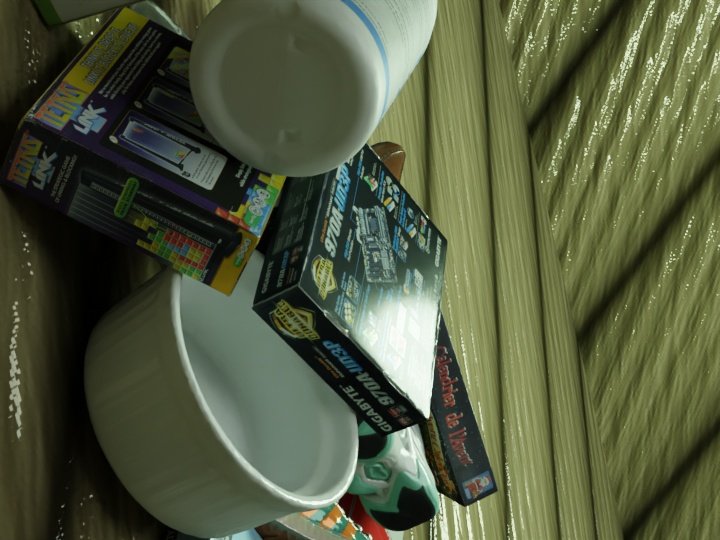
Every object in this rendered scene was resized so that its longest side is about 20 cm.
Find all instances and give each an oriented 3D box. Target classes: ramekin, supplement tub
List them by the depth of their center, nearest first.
[{"bbox_3d":[-0.097,0.086,0.900,0.200,0.097,0.201,44,30,-34],"label":"ramekin"},{"bbox_3d":[-0.027,-0.160,0.903,0.200,0.131,0.132,-60,136,-57],"label":"supplement tub"}]

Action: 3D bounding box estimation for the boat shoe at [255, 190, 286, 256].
[{"bbox_3d":[-0.050,-0.028,1.047,0.200,0.075,0.061,-9,84,-60],"label":"boat shoe"}]

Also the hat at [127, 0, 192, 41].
[{"bbox_3d":[-0.122,-0.136,1.072,0.201,0.081,0.202,-12,90,-72],"label":"hat"}]

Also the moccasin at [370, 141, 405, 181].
[{"bbox_3d":[0.008,-0.030,1.282,0.073,0.078,0.202,-7,123,-50],"label":"moccasin"}]

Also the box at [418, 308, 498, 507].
[{"bbox_3d":[0.055,0.107,1.208,0.137,0.038,0.201,12,-58,70],"label":"box"}]

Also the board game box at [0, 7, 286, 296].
[{"bbox_3d":[-0.130,-0.088,0.894,0.057,0.165,0.200,-60,-173,32],"label":"board game box"}]

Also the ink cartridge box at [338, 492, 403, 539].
[{"bbox_3d":[-0.006,0.211,1.232,0.200,0.067,0.117,-76,148,-55],"label":"ink cartridge box"}]

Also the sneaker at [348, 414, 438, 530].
[{"bbox_3d":[-0.002,0.120,1.122,0.140,0.077,0.200,-100,166,-47],"label":"sneaker"}]

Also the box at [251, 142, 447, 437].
[{"bbox_3d":[0.000,0.000,0.985,0.159,0.046,0.201,47,34,-31],"label":"box"}]

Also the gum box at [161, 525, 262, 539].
[{"bbox_3d":[-0.091,0.282,0.950,0.170,0.044,0.200,-83,154,-46],"label":"gum box"}]

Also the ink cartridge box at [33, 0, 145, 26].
[{"bbox_3d":[-0.148,-0.265,0.871,0.076,0.199,0.148,-82,154,-49],"label":"ink cartridge box"}]

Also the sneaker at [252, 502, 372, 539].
[{"bbox_3d":[-0.040,0.199,1.042,0.200,0.071,0.080,38,38,-29],"label":"sneaker"}]
